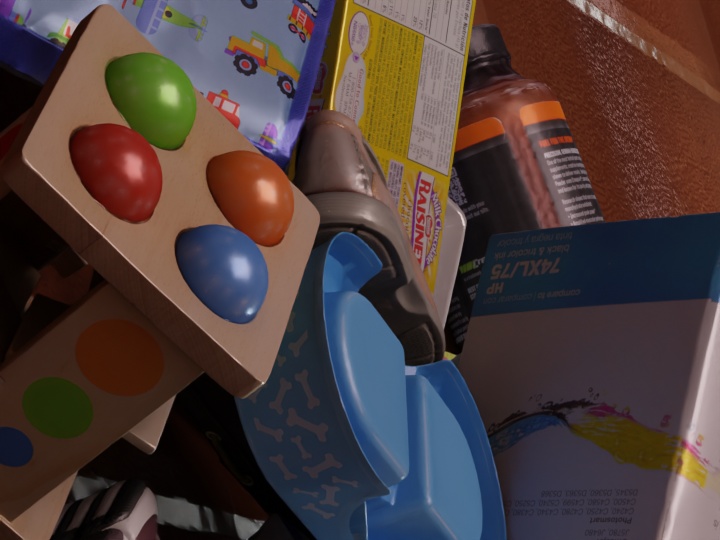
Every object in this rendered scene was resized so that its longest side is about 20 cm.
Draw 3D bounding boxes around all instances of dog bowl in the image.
[{"bbox_3d":[0.004,0.069,1.171,0.200,0.049,0.112,55,27,-49],"label":"dog bowl"}]

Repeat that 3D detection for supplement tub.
[{"bbox_3d":[0.081,-0.036,1.614,0.107,0.107,0.201,-5,74,-66],"label":"supplement tub"}]

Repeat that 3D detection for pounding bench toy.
[{"bbox_3d":[-0.102,-0.019,1.106,0.124,0.156,0.200,44,29,-16],"label":"pounding bench toy"}]

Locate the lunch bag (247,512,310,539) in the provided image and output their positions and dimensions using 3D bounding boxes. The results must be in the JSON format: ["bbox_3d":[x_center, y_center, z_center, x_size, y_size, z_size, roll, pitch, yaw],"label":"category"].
[{"bbox_3d":[0.012,0.202,1.213,0.200,0.076,0.160,49,-2,-20],"label":"lunch bag"}]

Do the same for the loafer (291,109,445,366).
[{"bbox_3d":[0.000,0.000,1.270,0.200,0.072,0.063,80,8,-62],"label":"loafer"}]

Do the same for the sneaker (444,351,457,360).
[{"bbox_3d":[0.037,0.118,1.431,0.090,0.078,0.201,35,32,-38],"label":"sneaker"}]

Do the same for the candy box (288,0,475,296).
[{"bbox_3d":[0.010,-0.080,1.368,0.102,0.026,0.201,22,74,-52],"label":"candy box"}]

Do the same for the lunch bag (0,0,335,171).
[{"bbox_3d":[-0.091,-0.121,1.246,0.150,0.094,0.200,27,32,-13],"label":"lunch bag"}]

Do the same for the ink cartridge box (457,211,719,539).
[{"bbox_3d":[0.133,0.098,1.298,0.147,0.146,0.201,35,62,-41],"label":"ink cartridge box"}]

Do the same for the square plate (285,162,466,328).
[{"bbox_3d":[-0.034,0.000,1.369,0.198,0.028,0.201,41,48,-33],"label":"square plate"}]

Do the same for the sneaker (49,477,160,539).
[{"bbox_3d":[-0.097,0.170,1.081,0.116,0.075,0.200,63,22,-16],"label":"sneaker"}]

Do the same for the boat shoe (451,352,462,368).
[{"bbox_3d":[0.065,0.085,1.388,0.200,0.073,0.067,-36,114,-44],"label":"boat shoe"}]

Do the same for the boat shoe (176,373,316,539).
[{"bbox_3d":[-0.035,0.063,1.246,0.072,0.060,0.202,-59,138,-33],"label":"boat shoe"}]
